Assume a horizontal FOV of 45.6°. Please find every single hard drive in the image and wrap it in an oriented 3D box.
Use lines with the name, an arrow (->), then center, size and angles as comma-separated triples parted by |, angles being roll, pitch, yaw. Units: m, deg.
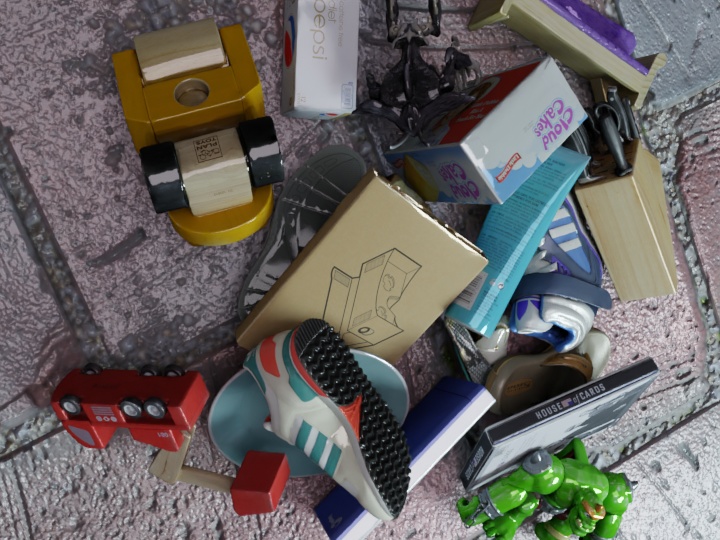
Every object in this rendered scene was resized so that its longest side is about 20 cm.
hard drive -> 0.039, 0.187, 0.851 | 0.200, 0.132, 0.025 | -44, 95, -10

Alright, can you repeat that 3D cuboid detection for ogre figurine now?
ogre figurine -> 0.211, 0.251, 0.924 | 0.197, 0.099, 0.121 | 29, 120, -4

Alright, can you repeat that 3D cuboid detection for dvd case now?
dvd case -> 0.205, 0.165, 0.902 | 0.196, 0.151, 0.025 | -19, 63, -15

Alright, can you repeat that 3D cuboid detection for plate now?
plate -> -0.050, 0.133, 0.829 | 0.195, 0.026, 0.203 | -6, 134, -6

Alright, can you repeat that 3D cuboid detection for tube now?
tube -> 0.147, -0.036, 0.838 | 0.076, 0.050, 0.203 | 26, 89, 20

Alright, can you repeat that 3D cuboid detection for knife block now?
knife block -> 0.260, -0.077, 0.878 | 0.174, 0.063, 0.205 | 9, 74, -55

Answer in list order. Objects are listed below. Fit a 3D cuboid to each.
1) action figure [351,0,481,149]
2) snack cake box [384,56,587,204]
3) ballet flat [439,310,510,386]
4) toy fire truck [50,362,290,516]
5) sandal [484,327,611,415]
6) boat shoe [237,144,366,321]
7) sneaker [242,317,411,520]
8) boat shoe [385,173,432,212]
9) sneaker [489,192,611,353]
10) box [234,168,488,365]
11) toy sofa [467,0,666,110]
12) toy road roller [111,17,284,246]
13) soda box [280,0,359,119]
action figure -> 0.056, -0.195, 0.818 | 0.116, 0.102, 0.205 | -4, 71, 19
snack cake box -> 0.111, -0.127, 0.814 | 0.115, 0.200, 0.068 | -42, 105, -9
ballet flat -> 0.117, 0.050, 0.892 | 0.071, 0.072, 0.203 | -31, 101, -12
toy fire truck -> -0.174, 0.155, 0.788 | 0.195, 0.049, 0.143 | -2, 125, 20
sandal -> 0.211, 0.116, 0.917 | 0.197, 0.054, 0.082 | -10, 112, -39
boat shoe -> -0.059, -0.030, 0.847 | 0.073, 0.065, 0.205 | 26, 81, -5
sneaker -> -0.030, 0.136, 0.751 | 0.202, 0.092, 0.071 | 60, 37, -20
boat shoe -> 0.000, 0.000, 0.855 | 0.062, 0.073, 0.202 | 35, 84, -14
sneaker -> 0.177, -0.011, 0.879 | 0.200, 0.080, 0.148 | 47, 48, -20
box -> 0.004, 0.024, 0.797 | 0.162, 0.021, 0.201 | 31, 108, -34
toy sofa -> 0.222, -0.256, 0.900 | 0.197, 0.083, 0.099 | 28, 87, -17
toy road roller -> -0.144, -0.114, 0.792 | 0.120, 0.147, 0.203 | -15, 62, -9
soda box -> -0.038, -0.252, 0.827 | 0.062, 0.068, 0.205 | 2, 93, -17
